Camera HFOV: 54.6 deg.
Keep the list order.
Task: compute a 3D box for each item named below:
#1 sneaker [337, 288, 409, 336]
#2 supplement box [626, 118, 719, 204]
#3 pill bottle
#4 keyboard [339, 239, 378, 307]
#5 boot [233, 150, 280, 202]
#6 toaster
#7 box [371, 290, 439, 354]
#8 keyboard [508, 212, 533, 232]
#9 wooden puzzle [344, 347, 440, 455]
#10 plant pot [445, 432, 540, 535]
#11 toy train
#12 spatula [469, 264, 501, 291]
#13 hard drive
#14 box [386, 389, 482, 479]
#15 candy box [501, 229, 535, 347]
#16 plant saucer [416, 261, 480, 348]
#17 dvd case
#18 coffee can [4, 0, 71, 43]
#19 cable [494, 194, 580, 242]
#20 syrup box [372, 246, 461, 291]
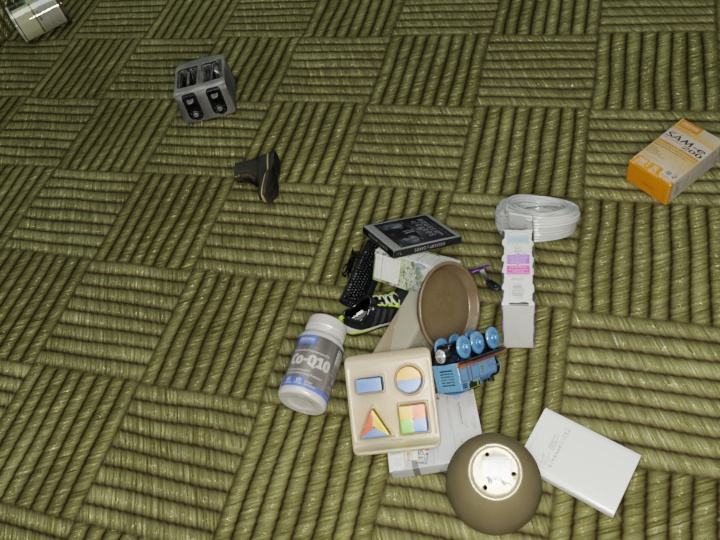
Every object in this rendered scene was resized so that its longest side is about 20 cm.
[{"bbox_3d":[0.042,0.090,1.624,0.198,0.083,0.072,-27,52,-9],"label":"sneaker"},{"bbox_3d":[0.773,-0.271,1.717,0.199,0.074,0.126,-37,54,-14],"label":"supplement box"},{"bbox_3d":[-0.102,0.206,1.554,0.112,0.115,0.202,6,55,18],"label":"pill bottle"},{"bbox_3d":[0.000,0.000,1.733,0.102,0.040,0.202,11,56,21],"label":"keyboard"},{"bbox_3d":[-0.305,-0.252,1.988,0.136,0.078,0.202,-11,38,11],"label":"boot"},{"bbox_3d":[-0.498,-0.591,2.256,0.177,0.119,0.202,-12,51,4],"label":"toaster"},{"bbox_3d":[0.110,0.152,1.548,0.077,0.096,0.201,9,53,39],"label":"box"},{"bbox_3d":[0.367,-0.066,1.585,0.056,0.201,0.011,18,63,25],"label":"keyboard"},{"bbox_3d":[0.062,0.265,1.418,0.182,0.046,0.204,-8,77,9],"label":"wooden puzzle"},{"bbox_3d":[0.242,0.373,1.259,0.184,0.200,0.191,-4,67,9],"label":"plant pot"},{"bbox_3d":[0.229,0.187,1.457,0.086,0.198,0.116,-13,87,44],"label":"toy train"},{"bbox_3d":[0.287,0.016,1.590,0.056,0.021,0.200,-20,18,0],"label":"spatula"},{"bbox_3d":[0.422,0.369,1.354,0.198,0.026,0.132,25,63,28],"label":"hard drive"},{"bbox_3d":[0.150,0.335,1.441,0.196,0.041,0.158,-12,53,7],"label":"box"},{"bbox_3d":[0.346,0.039,1.531,0.070,0.169,0.203,-1,53,13],"label":"candy box"},{"bbox_3d":[0.192,0.081,1.540,0.029,0.201,0.201,-2,46,50],"label":"plant saucer"},{"bbox_3d":[0.126,-0.087,1.705,0.197,0.025,0.150,-13,32,-27],"label":"dvd case"},{"bbox_3d":[-1.272,-1.015,2.755,0.198,0.147,0.147,-32,52,-11],"label":"coffee can"},{"bbox_3d":[0.418,-0.126,1.651,0.196,0.071,0.200,3,21,6],"label":"cable"},{"bbox_3d":[0.133,0.000,1.657,0.197,0.080,0.081,17,27,24],"label":"syrup box"}]
